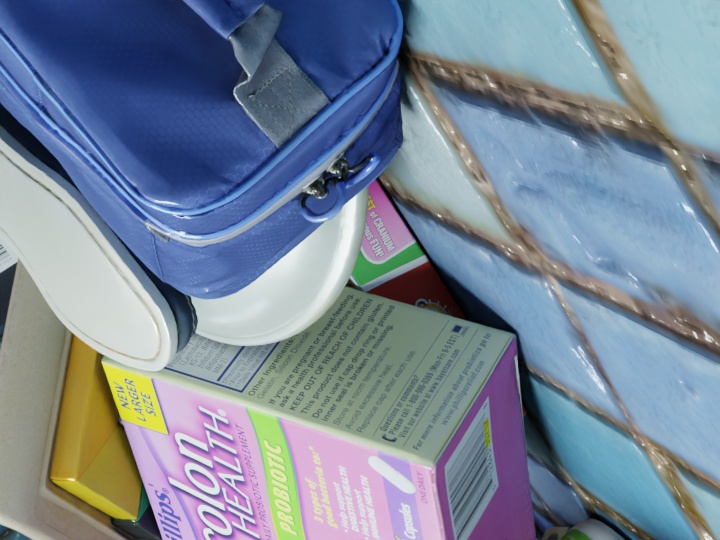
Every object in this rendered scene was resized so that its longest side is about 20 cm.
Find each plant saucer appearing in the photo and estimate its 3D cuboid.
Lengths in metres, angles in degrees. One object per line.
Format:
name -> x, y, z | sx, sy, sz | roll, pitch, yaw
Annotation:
plant saucer -> -0.086, -0.055, 0.784 | 0.199, 0.050, 0.202 | 16, 115, 37

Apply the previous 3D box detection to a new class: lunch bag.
lunch bag -> -0.072, -0.091, 0.655 | 0.200, 0.136, 0.132 | 45, 169, 15

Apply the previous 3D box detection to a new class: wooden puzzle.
wooden puzzle -> -0.135, 0.071, 0.906 | 0.037, 0.187, 0.200 | -1, 158, 19

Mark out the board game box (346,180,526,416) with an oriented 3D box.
board game box -> 0.000, 0.000, 0.931 | 0.201, 0.040, 0.153 | 56, 169, -23

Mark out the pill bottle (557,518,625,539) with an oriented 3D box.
pill bottle -> 0.091, 0.245, 0.920 | 0.111, 0.200, 0.111 | 49, 170, 12

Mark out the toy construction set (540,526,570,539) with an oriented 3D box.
toy construction set -> 0.133, 0.249, 1.060 | 0.201, 0.092, 0.131 | 61, -178, -20

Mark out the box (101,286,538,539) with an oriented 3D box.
box -> -0.017, 0.103, 0.881 | 0.198, 0.097, 0.177 | 16, 138, 26

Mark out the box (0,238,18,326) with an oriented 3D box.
box -> -0.278, -0.077, 1.055 | 0.200, 0.107, 0.149 | 56, 177, 41

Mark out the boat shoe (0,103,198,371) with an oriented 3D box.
boat shoe -> -0.136, -0.029, 0.759 | 0.200, 0.062, 0.075 | 36, 130, 31
